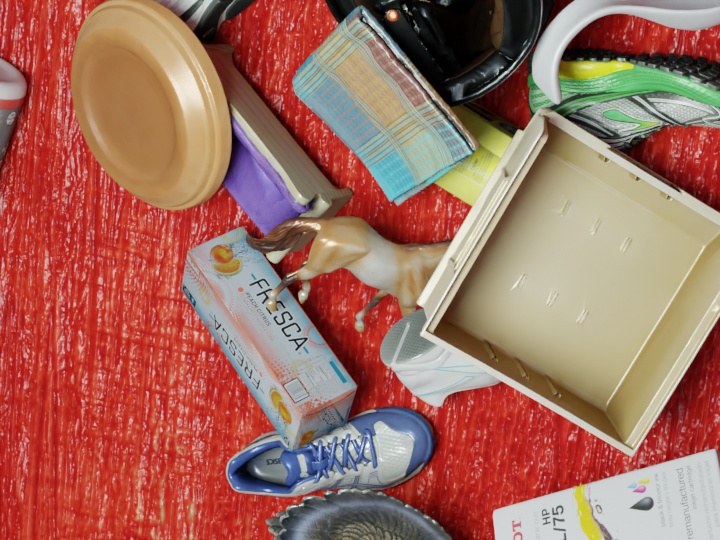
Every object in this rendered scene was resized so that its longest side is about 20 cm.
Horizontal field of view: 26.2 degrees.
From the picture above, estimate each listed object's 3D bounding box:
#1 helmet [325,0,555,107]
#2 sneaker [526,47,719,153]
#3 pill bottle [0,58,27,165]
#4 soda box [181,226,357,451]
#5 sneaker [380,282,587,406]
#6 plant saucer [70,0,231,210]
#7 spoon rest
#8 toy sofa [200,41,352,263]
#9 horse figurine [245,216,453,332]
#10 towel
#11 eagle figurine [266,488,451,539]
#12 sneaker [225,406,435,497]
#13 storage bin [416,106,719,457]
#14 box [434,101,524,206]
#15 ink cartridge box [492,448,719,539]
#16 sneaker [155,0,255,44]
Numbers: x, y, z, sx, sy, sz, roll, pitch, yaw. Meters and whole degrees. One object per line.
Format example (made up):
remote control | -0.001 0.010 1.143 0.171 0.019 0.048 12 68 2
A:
helmet | 0.062 -0.240 1.258 0.198 0.191 0.202 -1 122 -1
sneaker | 0.231 -0.134 1.267 0.198 0.078 0.086 9 108 32
pill bottle | -0.414 -0.116 1.535 0.115 0.116 0.201 30 109 18
soda box | -0.084 0.060 1.401 0.201 0.063 0.069 54 151 24
sneaker | 0.119 0.050 1.347 0.199 0.071 0.080 -26 126 12
plant saucer | -0.198 -0.146 1.397 0.199 0.037 0.202 23 127 34
spoon rest | 0.224 -0.206 1.216 0.199 0.061 0.100 -30 43 -5
toy sofa | -0.109 -0.109 1.406 0.083 0.097 0.200 -44 79 24
horse figurine | 0.000 0.000 1.354 0.198 0.050 0.133 23 125 -16
towel | 0.015 -0.128 1.257 0.022 0.200 0.147 -43 95 -17
eagle figurine | 0.023 0.257 1.365 0.200 0.151 0.152 46 120 4
sneaker | -0.029 0.177 1.416 0.198 0.088 0.076 -15 89 24
storage bin | 0.178 0.005 1.239 0.199 0.094 0.200 29 99 -8
box | 0.069 -0.119 1.347 0.199 0.050 0.076 33 112 16
ink cartridge box | 0.230 0.257 1.249 0.199 0.146 0.148 -20 56 26
sneaker | -0.157 -0.276 1.415 0.200 0.076 0.116 -41 82 26
